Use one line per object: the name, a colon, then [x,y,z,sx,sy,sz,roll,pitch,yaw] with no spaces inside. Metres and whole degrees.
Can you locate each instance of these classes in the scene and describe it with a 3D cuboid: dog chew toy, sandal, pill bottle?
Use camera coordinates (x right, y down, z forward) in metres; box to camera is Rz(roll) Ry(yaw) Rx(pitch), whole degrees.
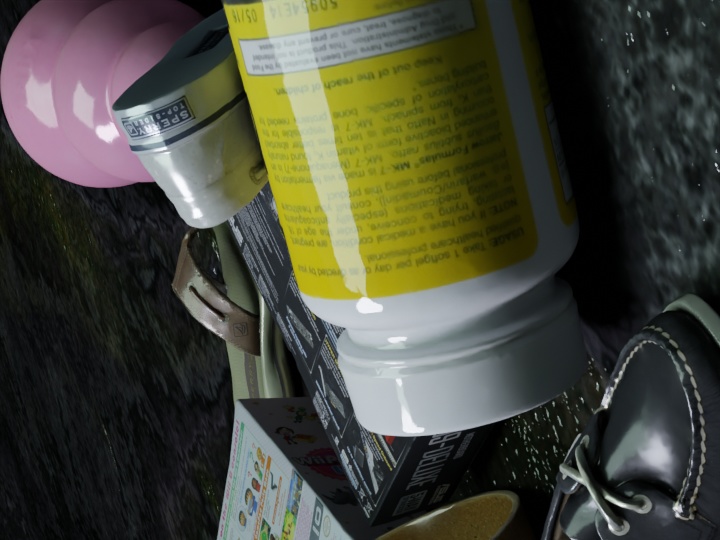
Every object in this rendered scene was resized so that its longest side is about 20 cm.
dog chew toy: [-0.129,-0.105,1.174,0.200,0.124,0.125,15,123,60]
sandal: [-0.083,0.022,1.253,0.080,0.057,0.201,-145,43,-61]
pill bottle: [0.020,-0.046,0.779,0.114,0.114,0.200,-159,53,-68]

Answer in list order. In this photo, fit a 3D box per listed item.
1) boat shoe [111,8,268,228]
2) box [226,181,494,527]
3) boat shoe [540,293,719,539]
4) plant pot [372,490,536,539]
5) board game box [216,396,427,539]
boat shoe: [-0.033,-0.070,0.866,0.086,0.074,0.202,66,-156,-17]
box: [0.000,0.000,0.976,0.200,0.050,0.158,63,156,24]
boat shoe: [0.101,0.087,0.759,0.200,0.060,0.074,96,151,-53]
plant pot: [0.043,0.234,0.942,0.200,0.186,0.186,59,163,-3]
board game box: [-0.017,0.179,1.148,0.200,0.064,0.148,43,128,54]
